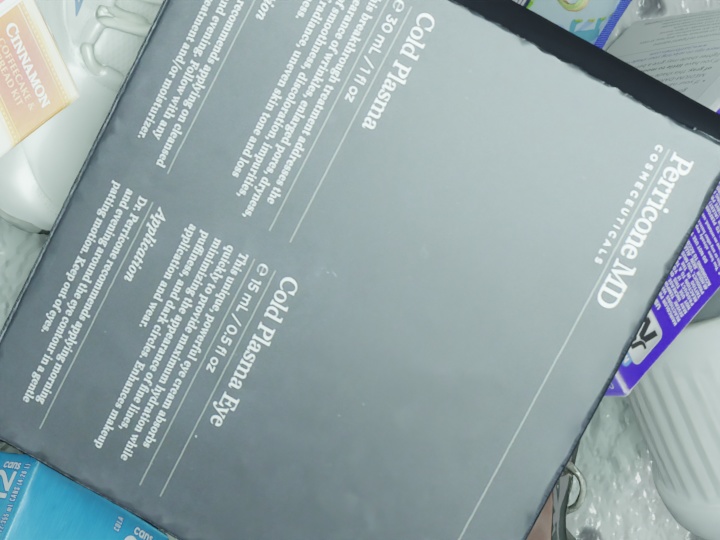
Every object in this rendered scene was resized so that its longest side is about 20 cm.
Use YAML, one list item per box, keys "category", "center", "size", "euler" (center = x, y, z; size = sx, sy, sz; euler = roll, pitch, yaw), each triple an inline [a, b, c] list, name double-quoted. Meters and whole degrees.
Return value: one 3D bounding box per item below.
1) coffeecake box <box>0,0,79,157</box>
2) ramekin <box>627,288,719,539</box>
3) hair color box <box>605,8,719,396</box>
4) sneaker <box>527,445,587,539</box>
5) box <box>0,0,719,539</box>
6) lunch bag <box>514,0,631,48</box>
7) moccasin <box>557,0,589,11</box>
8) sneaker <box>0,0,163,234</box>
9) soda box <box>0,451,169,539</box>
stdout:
- category: "coffeecake box"
  center: [-0.204, -0.028, 0.748]
  size: [0.200, 0.153, 0.073]
  euler: [-42, 120, -36]
- category: "ramekin"
  center: [0.195, 0.016, 1.124]
  size: [0.202, 0.202, 0.094]
  euler: [-47, 110, -33]
- category: "hair color box"
  center: [0.111, -0.031, 1.096]
  size: [0.200, 0.109, 0.065]
  euler: [-43, 115, -34]
- category: "sneaker"
  center: [0.043, 0.052, 1.027]
  size: [0.201, 0.081, 0.077]
  euler: [62, 9, -16]
- category: "box"
  center: [0.000, 0.000, 0.881]
  size: [0.201, 0.181, 0.104]
  euler: [-62, 175, 10]
- category: "lunch bag"
  center: [0.026, -0.147, 1.005]
  size: [0.169, 0.127, 0.202]
  euler: [-9, 111, -42]
- category: "moccasin"
  center: [0.053, -0.133, 0.899]
  size: [0.201, 0.073, 0.078]
  euler: [6, 100, -46]
- category: "sneaker"
  center: [-0.084, -0.110, 0.914]
  size: [0.074, 0.087, 0.201]
  euler: [23, 77, -44]
- category: "soda box"
  center: [-0.141, 0.162, 0.884]
  size: [0.068, 0.064, 0.201]
  euler: [38, 66, -39]
